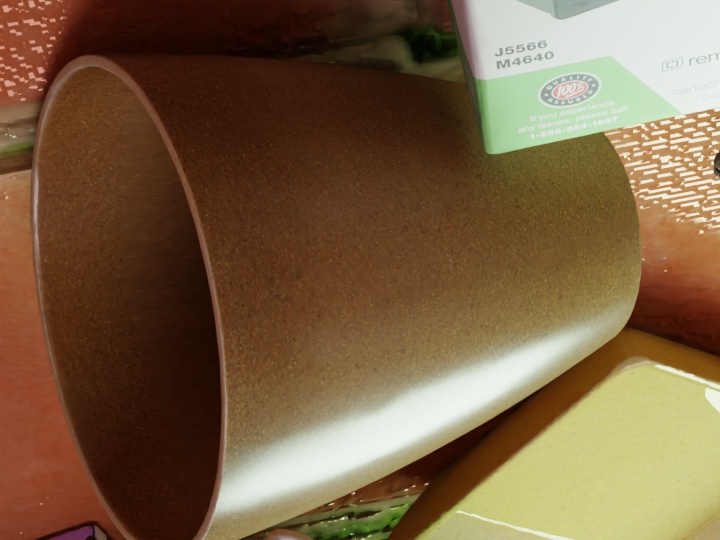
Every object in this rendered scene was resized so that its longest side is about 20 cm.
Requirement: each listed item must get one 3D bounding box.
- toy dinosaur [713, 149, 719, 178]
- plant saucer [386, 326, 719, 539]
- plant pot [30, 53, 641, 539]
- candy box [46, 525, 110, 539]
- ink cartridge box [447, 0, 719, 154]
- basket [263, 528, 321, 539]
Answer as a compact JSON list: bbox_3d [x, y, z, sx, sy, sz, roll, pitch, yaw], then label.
[{"bbox_3d":[0.221,-0.093,1.119,0.199,0.059,0.101,-16,159,20],"label":"toy dinosaur"},{"bbox_3d":[0.132,0.098,1.344,0.199,0.049,0.200,18,136,-34],"label":"plant saucer"},{"bbox_3d":[0.000,0.000,1.086,0.199,0.187,0.187,-9,146,-24],"label":"plant pot"},{"bbox_3d":[-0.174,0.242,1.328,0.167,0.201,0.072,-19,143,13],"label":"candy box"},{"bbox_3d":[0.095,-0.143,0.976,0.144,0.084,0.201,-12,144,1],"label":"ink cartridge box"},{"bbox_3d":[-0.004,0.206,1.323,0.135,0.124,0.200,17,164,5],"label":"basket"}]
